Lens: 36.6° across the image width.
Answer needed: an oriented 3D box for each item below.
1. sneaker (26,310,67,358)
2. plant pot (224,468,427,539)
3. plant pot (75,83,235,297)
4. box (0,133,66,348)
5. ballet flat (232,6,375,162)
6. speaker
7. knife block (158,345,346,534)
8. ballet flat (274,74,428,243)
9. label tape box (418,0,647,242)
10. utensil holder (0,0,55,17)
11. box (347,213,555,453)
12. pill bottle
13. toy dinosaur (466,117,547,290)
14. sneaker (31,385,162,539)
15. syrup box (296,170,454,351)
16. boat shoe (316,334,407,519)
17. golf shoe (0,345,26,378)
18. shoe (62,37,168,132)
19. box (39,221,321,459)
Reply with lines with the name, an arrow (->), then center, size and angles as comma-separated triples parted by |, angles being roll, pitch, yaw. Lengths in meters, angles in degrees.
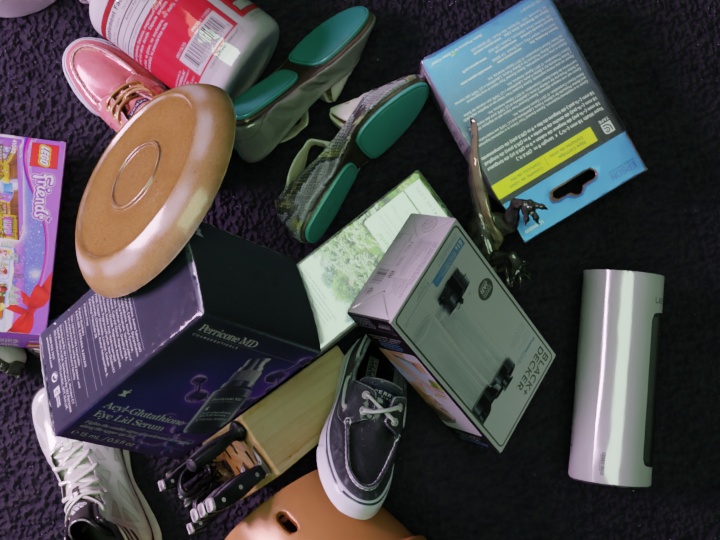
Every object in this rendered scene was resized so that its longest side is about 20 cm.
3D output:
sneaker -> -0.230, 0.032, 1.049 | 0.197, 0.079, 0.090 | -21, 70, -2
plant pot -> -0.036, 0.273, 0.980 | 0.199, 0.200, 0.141 | -36, 71, -3
plant pot -> -0.180, -0.075, 0.910 | 0.027, 0.199, 0.202 | 33, 86, -37
box -> -0.351, -0.032, 1.011 | 0.134, 0.039, 0.204 | 6, 65, -15
ballet flat -> -0.055, -0.180, 1.063 | 0.200, 0.067, 0.064 | -44, 133, -22
speaker -> 0.244, 0.100, 1.042 | 0.079, 0.081, 0.204 | 5, 86, -1
knife block -> -0.083, 0.152, 0.984 | 0.199, 0.176, 0.064 | -36, 88, -3
ballet flat -> -0.017, -0.123, 1.061 | 0.072, 0.072, 0.201 | 38, 85, 2
label tape box -> 0.165, -0.147, 1.064 | 0.143, 0.063, 0.202 | -29, 87, -2
utensil holder -> -0.353, -0.340, 0.999 | 0.166, 0.200, 0.174 | 0, 86, -2
box -> 0.088, 0.058, 0.986 | 0.117, 0.060, 0.201 | -54, 127, -22
pill bottle -> -0.184, -0.246, 1.040 | 0.199, 0.112, 0.113 | 37, 86, 2
toy dinosaur -> 0.128, -0.035, 1.014 | 0.047, 0.088, 0.204 | -18, 115, -32
sneaker -> -0.251, 0.194, 1.008 | 0.075, 0.115, 0.203 | -30, 87, -3
syrup box -> 0.000, 0.000, 1.042 | 0.199, 0.081, 0.079 | -38, 87, -1
boat shoe -> 0.011, 0.126, 0.984 | 0.071, 0.202, 0.068 | 24, 131, -10
golf shoe -> -0.372, 0.009, 1.040 | 0.088, 0.077, 0.201 | -37, 88, -10
shoe -> -0.212, -0.158, 1.044 | 0.200, 0.091, 0.072 | 43, 86, 2
box -> -0.158, 0.063, 0.943 | 0.199, 0.147, 0.106 | -38, 54, 26
